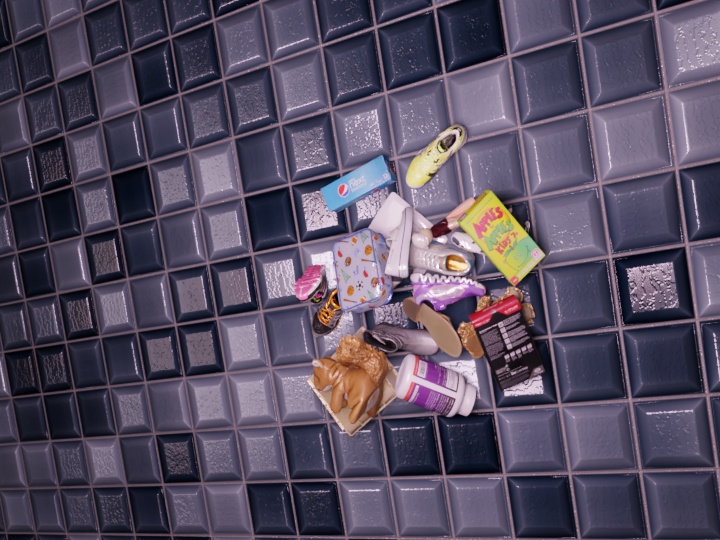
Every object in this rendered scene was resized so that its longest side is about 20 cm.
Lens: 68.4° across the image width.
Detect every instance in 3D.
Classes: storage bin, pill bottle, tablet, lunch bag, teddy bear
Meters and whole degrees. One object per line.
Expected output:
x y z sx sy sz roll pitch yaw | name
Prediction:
-0.012 0.305 1.454 0.199 0.093 0.200 -43 81 17 | storage bin
0.191 0.300 1.355 0.193 0.113 0.116 21 102 -3 | pill bottle
0.123 -0.096 1.411 0.199 0.014 0.132 41 107 12 | tablet
0.000 0.000 1.359 0.157 0.074 0.208 -21 68 35 | lunch bag
0.340 0.129 1.332 0.143 0.067 0.203 33 104 -5 | teddy bear

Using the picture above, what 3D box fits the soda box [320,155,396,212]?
-0.005 -0.229 1.418 0.195 0.064 0.070 -25 86 19 | soda box

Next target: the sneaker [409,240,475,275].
0.192 -0.033 1.345 0.192 0.081 0.080 6 103 15 | sneaker

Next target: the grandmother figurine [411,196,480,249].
0.216 -0.115 1.319 0.195 0.121 0.062 -29 81 -2 | grandmother figurine

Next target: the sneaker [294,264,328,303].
-0.125 0.053 1.426 0.071 0.201 0.091 -10 107 9 | sneaker

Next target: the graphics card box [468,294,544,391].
0.355 0.176 1.284 0.122 0.051 0.205 -25 104 7 | graphics card box

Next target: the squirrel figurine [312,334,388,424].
-0.031 0.258 1.349 0.183 0.140 0.207 28 103 27 | squirrel figurine

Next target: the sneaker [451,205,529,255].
0.325 -0.101 1.295 0.191 0.079 0.135 14 93 6 | sneaker

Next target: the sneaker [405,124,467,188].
0.184 -0.293 1.338 0.076 0.076 0.200 46 108 8 | sneaker

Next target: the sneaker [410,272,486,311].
0.218 0.059 1.339 0.192 0.080 0.093 4 83 15 | sneaker

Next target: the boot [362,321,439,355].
0.108 0.190 1.379 0.192 0.131 0.073 7 96 18 | boot

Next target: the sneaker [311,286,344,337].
-0.078 0.104 1.468 0.078 0.077 0.202 39 107 10 | sneaker

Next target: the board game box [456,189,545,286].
0.327 -0.076 1.234 0.101 0.048 0.200 -43 99 7 | board game box

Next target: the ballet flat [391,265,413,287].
0.058 0.015 1.404 0.194 0.072 0.076 8 98 37 | ballet flat

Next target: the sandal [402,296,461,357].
0.204 0.131 1.378 0.210 0.068 0.080 40 131 33 | sandal

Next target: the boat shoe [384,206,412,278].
0.096 -0.078 1.330 0.064 0.075 0.206 4 54 8 | boat shoe
